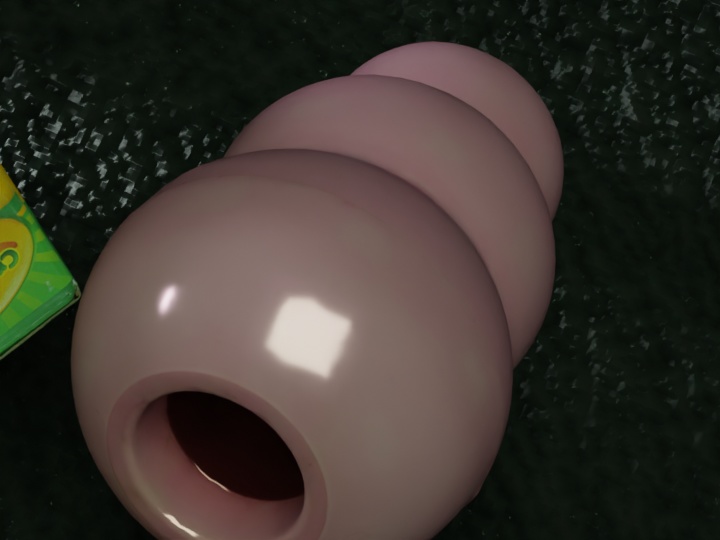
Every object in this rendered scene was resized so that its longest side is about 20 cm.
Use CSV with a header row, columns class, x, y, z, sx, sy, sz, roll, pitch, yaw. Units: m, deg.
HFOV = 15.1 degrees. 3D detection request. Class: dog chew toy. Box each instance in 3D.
class,x,y,z,sx,sy,sz,roll,pitch,yaw
dog chew toy,0.000,0.000,0.792,0.124,0.125,0.200,34,42,1

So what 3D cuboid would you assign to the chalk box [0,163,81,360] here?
class,x,y,z,sx,sy,sz,roll,pitch,yaw
chalk box,-0.174,-0.015,0.768,0.125,0.124,0.200,-39,122,-12
